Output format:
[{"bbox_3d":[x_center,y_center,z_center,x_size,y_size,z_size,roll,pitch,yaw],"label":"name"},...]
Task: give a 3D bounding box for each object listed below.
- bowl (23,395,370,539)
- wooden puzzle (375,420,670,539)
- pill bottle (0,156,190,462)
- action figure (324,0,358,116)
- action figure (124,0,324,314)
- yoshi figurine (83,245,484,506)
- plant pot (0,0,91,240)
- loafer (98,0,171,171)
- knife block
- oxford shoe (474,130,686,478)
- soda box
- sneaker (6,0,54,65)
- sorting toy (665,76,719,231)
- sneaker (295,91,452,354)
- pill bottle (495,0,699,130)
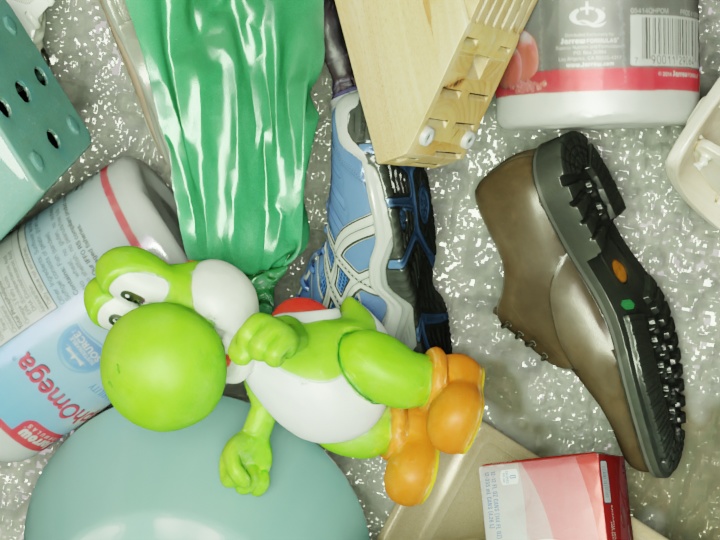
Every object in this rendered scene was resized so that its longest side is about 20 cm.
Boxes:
[{"bbox_3d":[-0.096,0.178,0.848,0.198,0.105,0.203,2,109,5],"label":"bowl"},{"bbox_3d":[0.091,0.206,0.888,0.199,0.037,0.186,31,95,23],"label":"wooden puzzle"},{"bbox_3d":[-0.176,0.035,0.879,0.199,0.109,0.109,-35,91,5],"label":"pill bottle"},{"bbox_3d":[-0.015,-0.157,0.882,0.129,0.069,0.202,-22,88,11],"label":"action figure"},{"bbox_3d":[-0.065,-0.072,0.829,0.117,0.055,0.202,-7,98,-14],"label":"action figure"},{"bbox_3d":[-0.045,0.058,0.772,0.198,0.112,0.113,22,90,-9],"label":"yoshi figurine"},{"bbox_3d":[-0.252,-0.048,0.829,0.199,0.142,0.142,-26,106,17],"label":"plant pot"},{"bbox_3d":[-0.112,-0.140,0.869,0.071,0.063,0.202,-21,106,-26],"label":"loafer"},{"bbox_3d":[0.011,-0.176,0.814,0.175,0.064,0.201,33,107,27],"label":"knife block"},{"bbox_3d":[0.123,0.026,0.890,0.084,0.073,0.202,-19,99,32],"label":"oxford shoe"},{"bbox_3d":[0.110,0.198,0.827,0.069,0.063,0.202,-9,79,21],"label":"soda box"},{"bbox_3d":[-0.185,-0.136,0.898,0.200,0.076,0.116,-38,99,12],"label":"sneaker"},{"bbox_3d":[0.285,-0.076,0.856,0.199,0.107,0.181,32,87,2],"label":"sorting toy"},{"bbox_3d":[0.000,0.000,0.857,0.076,0.076,0.202,2,120,17],"label":"sneaker"},{"bbox_3d":[0.125,-0.177,0.848,0.109,0.111,0.202,-1,93,3],"label":"pill bottle"}]
